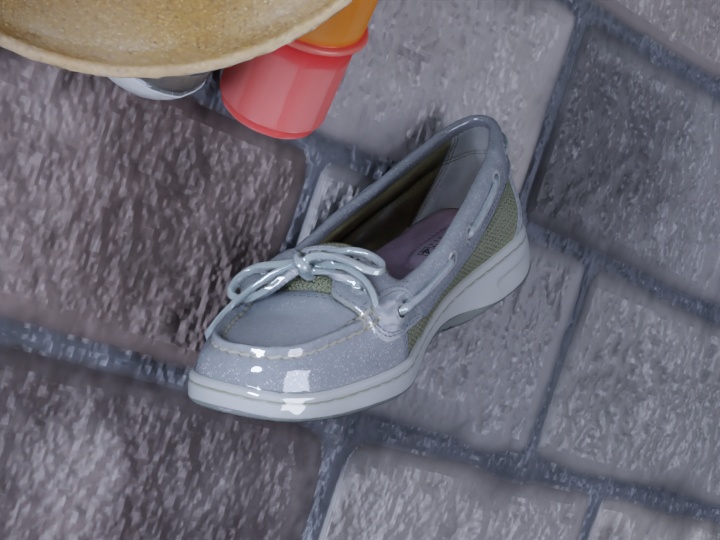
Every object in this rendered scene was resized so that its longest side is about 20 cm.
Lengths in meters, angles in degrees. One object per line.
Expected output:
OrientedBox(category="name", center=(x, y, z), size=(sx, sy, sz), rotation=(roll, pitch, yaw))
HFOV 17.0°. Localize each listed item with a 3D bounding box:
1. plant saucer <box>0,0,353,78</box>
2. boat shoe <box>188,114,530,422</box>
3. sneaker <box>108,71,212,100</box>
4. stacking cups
OrientedBox(category="plant saucer", center=(-0.063, -0.157, 0.694), size=(0.199, 0.035, 0.202), rotation=(-4, 106, -15))
OrientedBox(category="boat shoe", center=(0.002, 0.000, 0.903), size=(0.202, 0.074, 0.065), rotation=(-31, 123, -50))
OrientedBox(category="sneaker", center=(-0.045, -0.147, 0.754), size=(0.077, 0.082, 0.201), rotation=(-17, 118, -51))
OrientedBox(category="stacking cups", center=(-0.001, -0.137, 0.804), size=(0.060, 0.060, 0.201), rotation=(-24, 149, -48))
